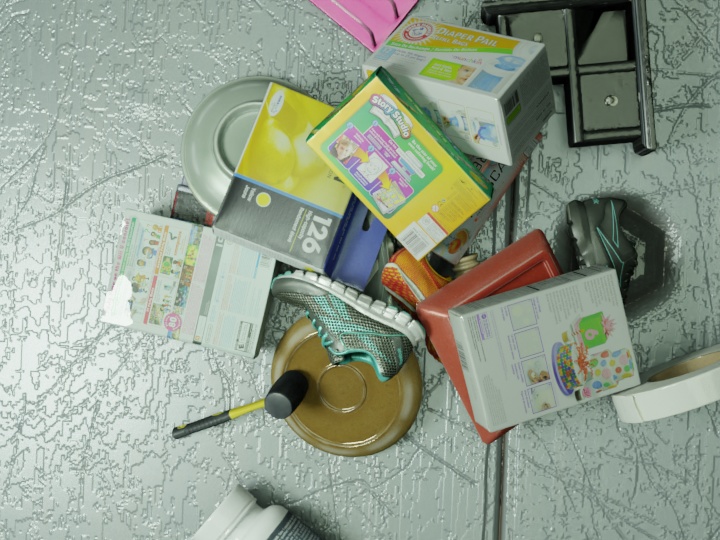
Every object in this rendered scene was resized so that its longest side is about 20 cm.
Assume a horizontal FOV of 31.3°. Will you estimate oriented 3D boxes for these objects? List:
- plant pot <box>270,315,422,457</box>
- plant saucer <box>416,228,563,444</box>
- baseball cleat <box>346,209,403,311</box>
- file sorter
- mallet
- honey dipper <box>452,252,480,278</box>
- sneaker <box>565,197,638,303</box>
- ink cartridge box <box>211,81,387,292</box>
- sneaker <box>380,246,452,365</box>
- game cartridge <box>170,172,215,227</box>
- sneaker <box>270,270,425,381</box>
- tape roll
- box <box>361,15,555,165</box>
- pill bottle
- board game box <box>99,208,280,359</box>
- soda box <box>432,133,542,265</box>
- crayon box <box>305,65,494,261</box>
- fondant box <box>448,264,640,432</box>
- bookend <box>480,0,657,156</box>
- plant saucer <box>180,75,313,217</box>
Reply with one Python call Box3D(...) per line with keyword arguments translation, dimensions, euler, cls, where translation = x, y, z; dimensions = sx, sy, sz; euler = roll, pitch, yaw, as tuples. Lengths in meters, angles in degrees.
Box3D(translation=(-0.021, 0.145, 1.616), dimensions=(0.199, 0.027, 0.201), euler=(3, 104, 13), cls="plant pot")
Box3D(translation=(0.195, 0.081, 1.574), dimensions=(0.199, 0.037, 0.201), euler=(-31, 102, -18), cls="plant saucer")
Box3D(translation=(0.000, 0.000, 1.620), dimensions=(0.106, 0.070, 0.201), euler=(-9, 89, 3), cls="baseball cleat")
Box3D(translation=(0.026, -0.398, 1.586), dimensions=(0.139, 0.125, 0.200), euler=(39, 92, 2), cls="file sorter")
Box3D(translation=(-0.158, 0.182, 1.610), dimensions=(0.199, 0.066, 0.041), euler=(-23, 104, 19), cls="mallet")
Box3D(translation=(0.156, 0.079, 1.631), dimensions=(0.038, 0.038, 0.201), euler=(-14, 94, 3), cls="honey dipper")
Box3D(translation=(0.312, 0.005, 1.599), dimensions=(0.079, 0.075, 0.201), euler=(-12, 90, 1), cls="sneaker")
Box3D(translation=(-0.054, -0.102, 1.564), dimensions=(0.199, 0.047, 0.199), euler=(20, 79, 1), cls="ink cartridge box")
Box3D(translation=(0.105, 0.053, 1.597), dimensions=(0.077, 0.073, 0.200), euler=(-45, 117, -28), cls="sneaker")
Box3D(translation=(-0.188, -0.030, 1.650), dimensions=(0.129, 0.038, 0.201), euler=(13, 91, -1), cls="game cartridge")
Box3D(translation=(-0.026, 0.067, 1.546), dimensions=(0.199, 0.078, 0.092), euler=(23, 75, 14), cls="sneaker")
Box3D(translation=(0.398, 0.130, 1.532), dimensions=(0.202, 0.203, 0.037), euler=(-22, 90, 3), cls="tape roll")
Box3D(translation=(0.117, -0.218, 1.536), dimensions=(0.199, 0.102, 0.113), euler=(19, 54, 33), cls="box")
Box3D(translation=(-0.106, 0.365, 1.605), dimensions=(0.200, 0.120, 0.120), euler=(41, 93, 2), cls="pill bottle")
Box3D(translation=(-0.210, 0.016, 1.605), dimensions=(0.199, 0.064, 0.148), euler=(14, 91, 2), cls="board game box")
Box3D(translation=(0.138, -0.112, 1.601), dimensions=(0.068, 0.064, 0.200), euler=(35, 92, 41), cls="soda box")
Box3D(translation=(0.047, -0.125, 1.509), dimensions=(0.119, 0.058, 0.200), euler=(-41, 99, 20), cls="crayon box")
Box3D(translation=(0.218, 0.091, 1.521), dimensions=(0.199, 0.058, 0.145), euler=(-16, 99, -10), cls="fondant box")
Box3D(translation=(0.255, -0.238, 1.591), dimensions=(0.199, 0.092, 0.200), euler=(-4, 91, 4), cls="bookend")
Box3D(translation=(-0.130, -0.155, 1.617), dimensions=(0.199, 0.050, 0.201), euler=(0, 80, 0), cls="plant saucer")
